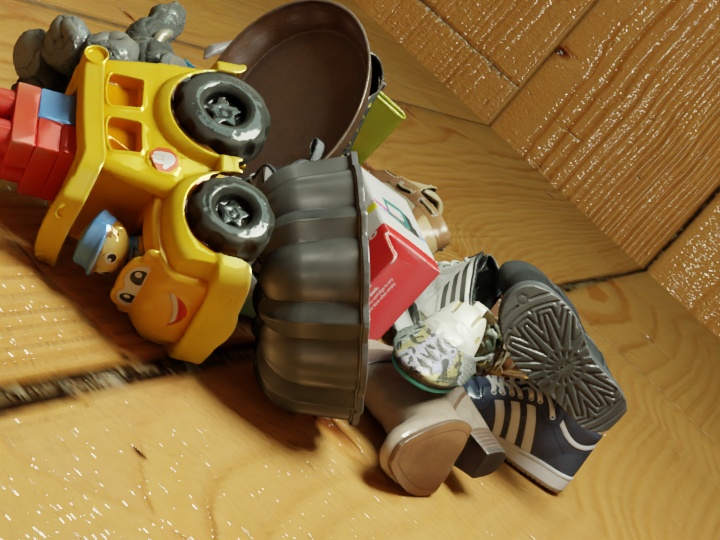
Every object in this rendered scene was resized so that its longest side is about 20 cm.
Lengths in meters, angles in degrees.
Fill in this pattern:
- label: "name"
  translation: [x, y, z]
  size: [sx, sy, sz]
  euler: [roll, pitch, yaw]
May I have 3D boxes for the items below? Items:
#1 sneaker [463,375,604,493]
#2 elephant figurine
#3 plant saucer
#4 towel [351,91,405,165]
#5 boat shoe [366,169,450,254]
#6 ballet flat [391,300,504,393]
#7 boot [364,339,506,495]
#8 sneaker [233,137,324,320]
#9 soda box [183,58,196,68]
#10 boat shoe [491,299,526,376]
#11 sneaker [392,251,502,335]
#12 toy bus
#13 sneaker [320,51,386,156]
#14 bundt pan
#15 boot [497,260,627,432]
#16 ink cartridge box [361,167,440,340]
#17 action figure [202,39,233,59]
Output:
- label: "sneaker"
  translation: [0.150, 0.118, 1.383]
  size: [0.200, 0.109, 0.070]
  euler: [35, 15, -25]
- label: "elephant figurine"
  translation: [-0.180, -0.139, 1.212]
  size: [0.141, 0.156, 0.200]
  euler: [23, 14, 27]
- label: "plant saucer"
  translation: [-0.066, -0.150, 1.335]
  size: [0.034, 0.200, 0.200]
  euler: [35, 14, -47]
- label: "towel"
  translation: [-0.027, -0.144, 1.595]
  size: [0.086, 0.200, 0.018]
  euler: [40, 52, -5]
- label: "boat shoe"
  translation: [0.049, -0.055, 1.512]
  size: [0.200, 0.074, 0.076]
  euler: [-111, -176, -64]
- label: "ballet flat"
  translation: [0.077, 0.056, 1.223]
  size: [0.072, 0.072, 0.200]
  euler: [44, 11, 12]
- label: "boot"
  translation: [0.031, 0.110, 1.201]
  size: [0.146, 0.070, 0.200]
  euler: [42, 11, 29]
- label: "sneaker"
  translation: [-0.085, -0.065, 1.242]
  size: [0.078, 0.140, 0.200]
  euler: [24, 23, -50]
- label: "soda box"
  translation: [-0.124, -0.113, 1.432]
  size: [0.200, 0.068, 0.064]
  euler: [42, 16, -3]
- label: "boat shoe"
  translation: [0.144, 0.072, 1.588]
  size: [0.072, 0.076, 0.200]
  euler: [51, 18, 28]
- label: "sneaker"
  translation: [0.087, 0.016, 1.484]
  size: [0.076, 0.115, 0.201]
  euler: [56, 10, -25]
- label: "toy bus"
  translation: [-0.167, -0.054, 1.014]
  size: [0.191, 0.136, 0.201]
  euler: [11, 52, -24]
- label: "sneaker"
  translation: [-0.041, -0.115, 1.355]
  size: [0.075, 0.106, 0.200]
  euler: [26, 52, -15]
- label: "bundt pan"
  translation: [-0.041, 0.013, 1.077]
  size: [0.075, 0.203, 0.202]
  euler: [0, 24, -8]
- label: "boot"
  translation: [0.162, 0.037, 1.338]
  size: [0.165, 0.066, 0.200]
  euler: [55, 11, -25]
- label: "ink cartridge box"
  translation: [0.000, 0.000, 1.327]
  size: [0.067, 0.116, 0.200]
  euler: [36, 15, -23]
- label: "action figure"
  translation: [-0.056, -0.147, 1.512]
  size: [0.200, 0.105, 0.194]
  euler: [24, -18, 47]
